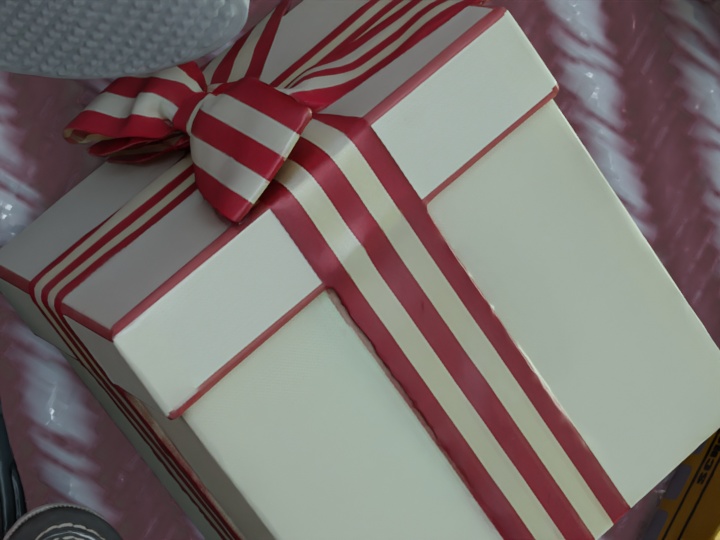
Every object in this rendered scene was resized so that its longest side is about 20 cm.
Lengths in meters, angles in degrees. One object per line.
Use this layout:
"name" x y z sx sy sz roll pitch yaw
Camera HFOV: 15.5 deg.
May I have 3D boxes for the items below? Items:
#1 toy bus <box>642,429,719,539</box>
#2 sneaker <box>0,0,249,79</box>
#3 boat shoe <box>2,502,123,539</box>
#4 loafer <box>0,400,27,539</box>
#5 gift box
"toy bus" 0.184 0.040 0.999 0.065 0.078 0.201 30 82 -15
"sneaker" -0.129 -0.128 0.867 0.200 0.073 0.115 4 63 10
"boat shoe" -0.095 0.176 0.831 0.067 0.057 0.201 8 88 -18
"loafer" -0.158 0.025 0.894 0.068 0.070 0.201 -21 97 -17
"gift box" 0.000 0.000 0.894 0.200 0.184 0.187 -43 111 -16
